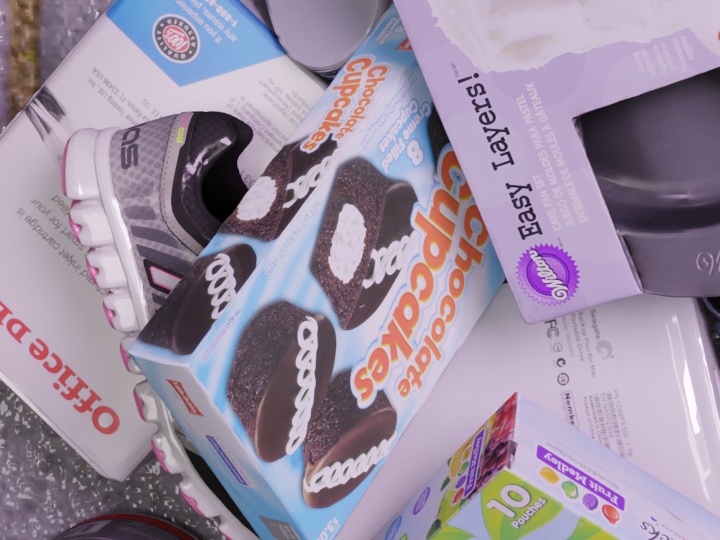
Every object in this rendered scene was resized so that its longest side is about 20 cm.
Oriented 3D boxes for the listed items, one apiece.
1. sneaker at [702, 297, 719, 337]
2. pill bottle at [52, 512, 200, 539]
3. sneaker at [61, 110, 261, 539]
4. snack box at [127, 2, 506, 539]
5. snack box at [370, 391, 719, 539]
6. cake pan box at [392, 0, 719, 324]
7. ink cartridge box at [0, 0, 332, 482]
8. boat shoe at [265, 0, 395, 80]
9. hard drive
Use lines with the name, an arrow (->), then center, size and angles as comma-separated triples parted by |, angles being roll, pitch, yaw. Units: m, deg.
sneaker -> 0.193, 0.038, 0.777 | 0.200, 0.079, 0.078 | 48, 140, -5
pill bottle -> -0.129, 0.185, 0.853 | 0.115, 0.200, 0.116 | 1, 97, 11
sneaker -> -0.050, 0.021, 0.798 | 0.087, 0.074, 0.201 | -22, 91, 17
snack box -> 0.000, 0.000, 0.773 | 0.037, 0.200, 0.116 | 8, 142, 40
snack box -> 0.100, 0.154, 0.778 | 0.200, 0.053, 0.142 | 33, 124, -12
cake pan box -> 0.113, -0.090, 0.715 | 0.184, 0.052, 0.201 | -15, 104, 28
ink cartridge box -> -0.089, -0.028, 0.879 | 0.146, 0.084, 0.200 | 44, 103, 2
boat shoe -> -0.015, -0.170, 0.857 | 0.071, 0.070, 0.201 | -27, 66, 23
hard drive -> 0.058, 0.075, 0.826 | 0.199, 0.026, 0.133 | -15, 79, 21
